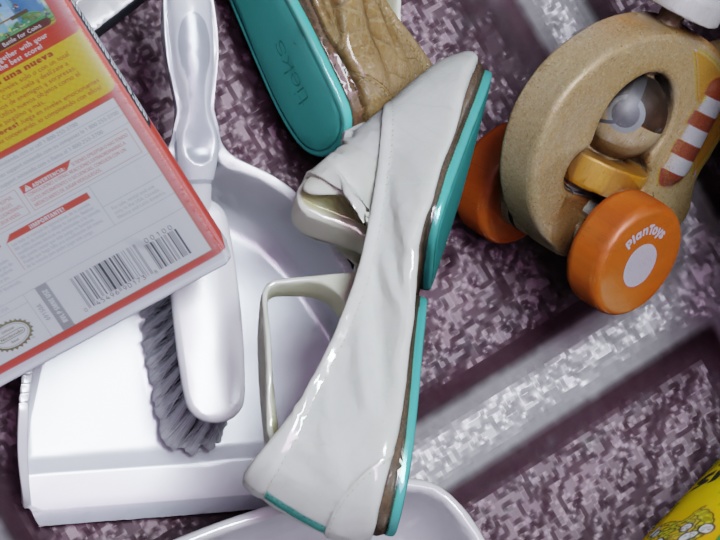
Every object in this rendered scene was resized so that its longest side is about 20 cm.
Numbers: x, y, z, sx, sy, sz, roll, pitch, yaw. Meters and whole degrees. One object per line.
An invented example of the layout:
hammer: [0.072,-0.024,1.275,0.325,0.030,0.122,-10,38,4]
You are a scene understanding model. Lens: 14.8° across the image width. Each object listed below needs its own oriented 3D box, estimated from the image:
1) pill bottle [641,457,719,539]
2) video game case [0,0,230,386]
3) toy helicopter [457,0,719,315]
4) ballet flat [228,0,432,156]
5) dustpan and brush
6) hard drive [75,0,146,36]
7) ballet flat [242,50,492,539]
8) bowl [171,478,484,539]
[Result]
pill bottle: [0.140,0.134,0.985,0.113,0.113,0.200,54,44,-2]
video game case: [-0.151,-0.045,0.930,0.143,0.017,0.200,-28,124,5]
toy helicopter: [0.130,-0.077,1.062,0.200,0.079,0.133,-23,131,-36]
ballet flat: [-0.032,-0.139,1.052,0.072,0.068,0.200,-31,90,-39]
dustpan and brush: [-0.061,-0.013,1.018,0.139,0.057,0.201,-3,81,-16]
hard drive: [-0.180,-0.147,1.020,0.140,0.038,0.200,-39,93,-18]
ballet flat: [0.000,0.000,0.987,0.069,0.069,0.201,20,61,-12]
bowl: [-0.030,0.188,0.986,0.199,0.075,0.201,-18,87,-18]
